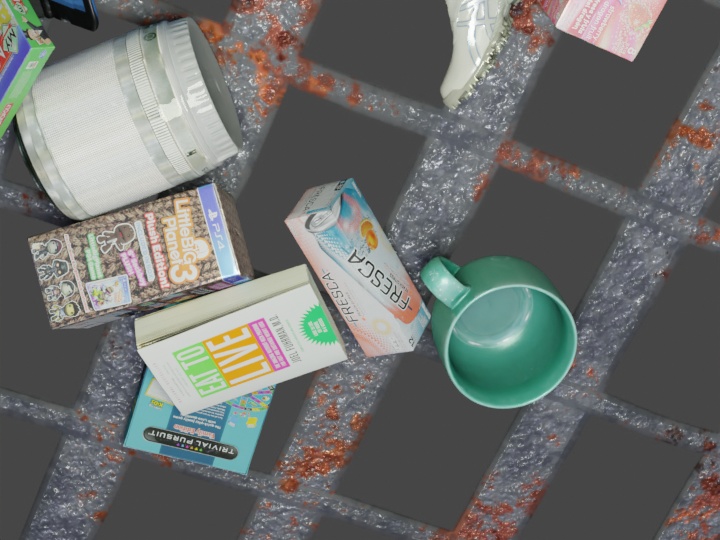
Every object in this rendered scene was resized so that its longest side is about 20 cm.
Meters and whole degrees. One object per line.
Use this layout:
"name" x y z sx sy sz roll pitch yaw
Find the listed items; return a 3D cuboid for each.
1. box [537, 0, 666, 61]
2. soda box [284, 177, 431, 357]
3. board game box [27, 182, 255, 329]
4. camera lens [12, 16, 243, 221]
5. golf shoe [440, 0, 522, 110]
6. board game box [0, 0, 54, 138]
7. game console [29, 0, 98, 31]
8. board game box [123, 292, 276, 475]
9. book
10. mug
"box" 0.270 -0.327 1.434 0.094 0.103 0.201 21 112 -14
"soda box" 0.000 0.000 1.583 0.068 0.064 0.201 -11 122 36
"board game box" -0.223 -0.011 1.500 0.199 0.159 0.098 -16 88 0
"camera lens" -0.236 -0.151 1.446 0.199 0.160 0.161 -21 116 6
"golf shoe" 0.116 -0.268 1.479 0.097 0.078 0.201 27 107 1
"board game box" -0.375 -0.204 1.400 0.029 0.135 0.200 -13 154 -45
"game console" -0.352 -0.321 1.376 0.169 0.119 0.201 -12 116 1
"board game box" -0.175 0.126 1.653 0.150 0.047 0.201 15 114 -11
"book" -0.129 0.079 1.574 0.199 0.048 0.134 -20 133 6
"mug" 0.151 0.047 1.600 0.151 0.115 0.186 -15 116 -2
